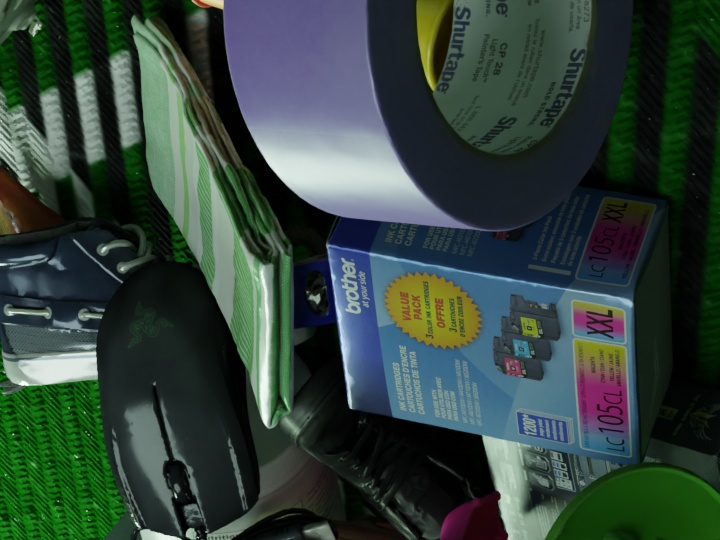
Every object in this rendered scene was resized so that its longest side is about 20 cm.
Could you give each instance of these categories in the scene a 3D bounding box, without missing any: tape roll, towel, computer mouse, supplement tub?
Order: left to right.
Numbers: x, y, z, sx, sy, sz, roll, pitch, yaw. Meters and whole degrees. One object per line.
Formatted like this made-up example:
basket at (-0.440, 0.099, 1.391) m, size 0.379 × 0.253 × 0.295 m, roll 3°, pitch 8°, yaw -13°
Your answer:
computer mouse at (-0.100, 0.093, 1.573) m, size 0.138 × 0.053 × 0.201 m, roll -15°, pitch 87°, yaw 15°
towel at (-0.082, -0.028, 1.508) m, size 0.153 × 0.023 × 0.200 m, roll 90°, pitch 157°, yaw -50°
supplement tub at (-0.076, 0.150, 1.711) m, size 0.131 × 0.132 × 0.201 m, roll 19°, pitch 141°, yaw 27°
tape roll at (0.035, -0.120, 1.228) m, size 0.085 × 0.200 × 0.201 m, roll 7°, pitch 135°, yaw 39°

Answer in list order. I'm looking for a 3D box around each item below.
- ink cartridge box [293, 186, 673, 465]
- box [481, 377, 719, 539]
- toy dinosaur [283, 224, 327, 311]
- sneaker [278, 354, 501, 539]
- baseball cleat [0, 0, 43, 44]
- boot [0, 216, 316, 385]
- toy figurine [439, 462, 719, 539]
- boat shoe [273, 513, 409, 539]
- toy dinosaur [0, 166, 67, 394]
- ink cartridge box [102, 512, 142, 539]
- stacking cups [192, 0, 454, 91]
ink cartridge box at (0.061, 0.018, 1.443) m, size 0.199 × 0.077 × 0.137 m, roll 11°, pitch 139°, yaw 19°
box at (0.156, 0.139, 1.550) m, size 0.157 × 0.051 × 0.201 m, roll 15°, pitch 139°, yaw 32°
toy dinosaur at (0.000, 0.000, 1.542) m, size 0.088 × 0.048 × 0.201 m, roll -2°, pitch 130°, yaw 26°
sneaker at (0.021, 0.112, 1.586) m, size 0.104 × 0.060 × 0.200 m, roll 41°, pitch 178°, yaw 15°
baseball cleat at (-0.212, -0.196, 1.505) m, size 0.106 × 0.070 × 0.200 m, roll 42°, pitch 137°, yaw 7°
boot at (-0.129, 0.012, 1.633) m, size 0.199 × 0.073 × 0.091 m, roll -7°, pitch 104°, yaw 13°
toy figurine at (0.122, 0.179, 1.498) m, size 0.199 × 0.151 × 0.184 m, roll 21°, pitch 171°, yaw -30°
boat shoe at (0.009, 0.186, 1.659) m, size 0.199 × 0.065 × 0.071 m, roll 18°, pitch 112°, yaw -25°
toy dinosaur at (-0.186, 0.014, 1.702) m, size 0.181 × 0.105 × 0.200 m, roll 20°, pitch 135°, yaw -4°
ink cartridge box at (-0.102, 0.282, 1.876) m, size 0.199 × 0.145 × 0.146 m, roll 14°, pitch 139°, yaw 33°
stacking cups at (-0.026, -0.146, 1.395) m, size 0.199 × 0.061 × 0.061 m, roll 23°, pitch 144°, yaw 32°
